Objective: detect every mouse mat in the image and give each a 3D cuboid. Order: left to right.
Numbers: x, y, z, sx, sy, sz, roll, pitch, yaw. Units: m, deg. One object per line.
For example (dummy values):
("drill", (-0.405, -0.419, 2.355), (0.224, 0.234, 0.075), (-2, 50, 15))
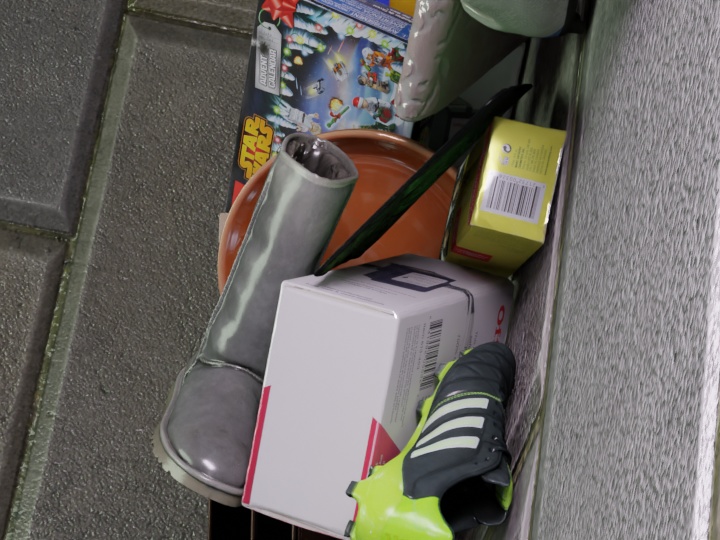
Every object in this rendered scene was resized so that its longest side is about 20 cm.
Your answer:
("mouse mat", (0.042, -0.059, 1.579), (0.161, 0.008, 0.200), (-45, -2, 10))

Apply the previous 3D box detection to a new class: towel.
("towel", (0.089, -0.219, 1.706), (0.191, 0.032, 0.201), (-41, -31, -51))

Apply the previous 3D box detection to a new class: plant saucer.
("plant saucer", (0.000, 0.000, 1.778), (0.032, 0.199, 0.201), (-47, -31, -77))

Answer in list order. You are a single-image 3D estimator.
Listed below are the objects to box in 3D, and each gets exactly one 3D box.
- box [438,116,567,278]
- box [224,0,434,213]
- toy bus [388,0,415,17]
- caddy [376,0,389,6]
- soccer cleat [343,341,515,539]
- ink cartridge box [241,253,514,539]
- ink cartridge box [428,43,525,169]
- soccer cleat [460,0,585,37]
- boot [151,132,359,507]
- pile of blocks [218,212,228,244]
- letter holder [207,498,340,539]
("box", (0.089, -0.043, 1.632), (0.200, 0.050, 0.076), (127, 156, -83))
("box", (-0.019, -0.103, 1.814), (0.040, 0.136, 0.201), (-42, -30, -49))
("toy bus", (0.063, -0.228, 1.771), (0.078, 0.065, 0.201), (-47, -28, -41))
("caddy", (0.050, -0.261, 1.886), (0.105, 0.199, 0.142), (-122, 42, -61))
("soccer cleat", (0.062, 0.112, 1.519), (0.200, 0.081, 0.068), (-50, -33, -49))
("ink cartridge box", (0.015, 0.075, 1.605), (0.200, 0.084, 0.145), (-13, -64, -65))
("ink cartridge box", (0.066, -0.108, 1.986), (0.146, 0.084, 0.201), (-94, 14, -72))
("soccer cleat", (0.098, -0.189, 1.632), (0.200, 0.086, 0.070), (-98, 19, -82))
("boot", (-0.060, 0.028, 1.596), (0.200, 0.072, 0.182), (-57, 20, 18))
("pile of blocks", (-0.025, 0.030, 1.847), (0.082, 0.200, 0.062), (-39, -9, 6))
("letter holder", (-0.054, 0.171, 1.707), (0.142, 0.100, 0.201), (-4, -85, -68))
